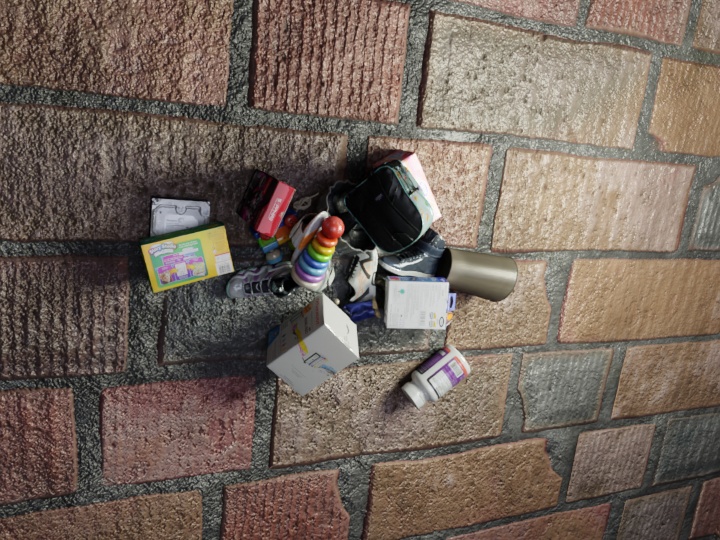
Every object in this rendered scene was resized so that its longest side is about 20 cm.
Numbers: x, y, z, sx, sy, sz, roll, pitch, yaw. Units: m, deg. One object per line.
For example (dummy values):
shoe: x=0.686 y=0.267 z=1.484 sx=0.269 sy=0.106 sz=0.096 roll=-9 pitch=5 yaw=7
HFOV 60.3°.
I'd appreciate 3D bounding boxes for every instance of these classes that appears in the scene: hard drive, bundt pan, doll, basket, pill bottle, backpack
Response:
hard drive: x=-0.441 y=-0.075 z=1.501 sx=0.139 sy=0.038 sz=0.201 roll=2 pitch=104 yaw=-25
bundt pan: x=-0.037 y=-0.127 z=1.605 sx=0.201 sy=0.076 sz=0.203 roll=23 pitch=56 yaw=-38
doll: x=-0.048 y=0.124 z=1.713 sx=0.199 sy=0.049 sz=0.137 roll=-17 pitch=139 yaw=2
basket: x=0.325 y=0.007 z=1.809 sx=0.199 sy=0.180 sz=0.137 roll=12 pitch=76 yaw=-21
pill bottle: x=0.226 y=0.327 z=1.886 sx=0.200 sy=0.111 sz=0.112 roll=-37 pitch=117 yaw=-10
backpack: x=0.082 y=-0.154 z=1.548 sx=0.175 sy=0.153 sz=0.201 roll=-35 pitch=86 yaw=30

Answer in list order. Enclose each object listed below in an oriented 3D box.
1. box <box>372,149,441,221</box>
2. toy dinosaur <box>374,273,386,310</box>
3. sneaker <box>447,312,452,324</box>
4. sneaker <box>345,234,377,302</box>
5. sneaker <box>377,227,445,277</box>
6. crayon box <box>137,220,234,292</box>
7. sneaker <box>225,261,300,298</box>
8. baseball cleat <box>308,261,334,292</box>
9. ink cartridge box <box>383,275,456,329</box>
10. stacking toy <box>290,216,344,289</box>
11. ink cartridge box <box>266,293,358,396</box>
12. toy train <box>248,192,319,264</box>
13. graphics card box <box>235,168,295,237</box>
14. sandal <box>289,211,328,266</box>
box: x=0.126 y=-0.215 z=1.678 sx=0.094 sy=0.103 sz=0.201 roll=-32 pitch=115 yaw=-12
toy dinosaur: x=0.096 y=0.081 z=1.790 sx=0.199 sy=0.047 sz=0.089 roll=30 pitch=85 yaw=-32
sneaker: x=0.206 y=0.104 z=1.806 sx=0.199 sy=0.078 sz=0.113 roll=0 pitch=118 yaw=-39
sneaker: x=0.000 y=0.000 z=1.704 sx=0.079 sy=0.074 sz=0.201 roll=-6 pitch=108 yaw=-20
sneaker: x=0.150 y=-0.056 z=1.744 sx=0.201 sy=0.077 sz=0.147 roll=8 pitch=114 yaw=-36
crayon box: x=-0.412 y=-0.034 z=1.472 sx=0.199 sy=0.058 sz=0.120 roll=-16 pitch=111 yaw=-20
sneaker: x=-0.235 y=0.036 z=1.569 sx=0.199 sy=0.140 sz=0.078 roll=-20 pitch=114 yaw=-18
baseball cleat: x=-0.103 y=-0.040 z=1.657 sx=0.106 sy=0.069 sz=0.201 roll=25 pitch=81 yaw=-61
ink cartridge box: x=0.167 y=0.089 z=1.706 sx=0.199 sy=0.076 sz=0.137 roll=2 pitch=102 yaw=-3
stacking toy: x=-0.096 y=-0.050 z=1.513 sx=0.085 sy=0.086 sz=0.200 roll=13 pitch=127 yaw=-27
ink cartridge box: x=-0.125 y=0.193 z=1.628 sx=0.200 sy=0.148 sz=0.145 roll=-36 pitch=118 yaw=15
toy train: x=-0.175 y=-0.105 z=1.592 sx=0.199 sy=0.085 sz=0.116 roll=-28 pitch=126 yaw=-14
graphics card box: x=-0.229 y=-0.164 z=1.477 sx=0.051 sy=0.200 sz=0.126 roll=23 pitch=97 yaw=-28
sandal: x=-0.147 y=-0.085 z=1.540 sx=0.059 sy=0.207 sz=0.079 roll=45 pitch=49 yaw=9
